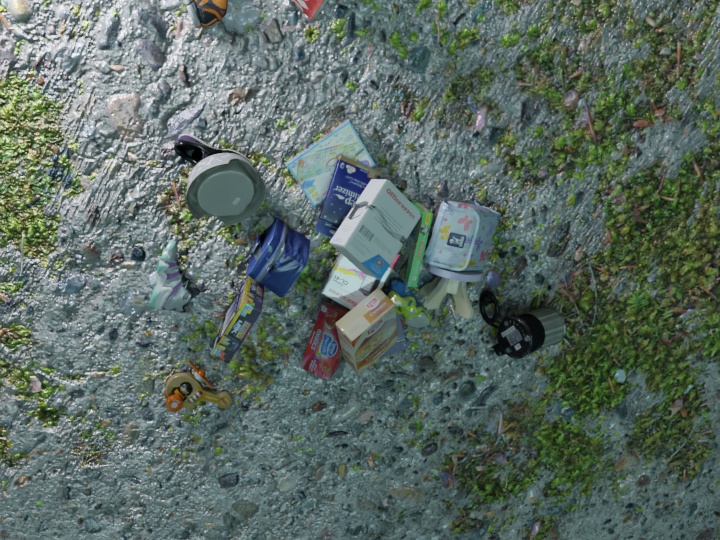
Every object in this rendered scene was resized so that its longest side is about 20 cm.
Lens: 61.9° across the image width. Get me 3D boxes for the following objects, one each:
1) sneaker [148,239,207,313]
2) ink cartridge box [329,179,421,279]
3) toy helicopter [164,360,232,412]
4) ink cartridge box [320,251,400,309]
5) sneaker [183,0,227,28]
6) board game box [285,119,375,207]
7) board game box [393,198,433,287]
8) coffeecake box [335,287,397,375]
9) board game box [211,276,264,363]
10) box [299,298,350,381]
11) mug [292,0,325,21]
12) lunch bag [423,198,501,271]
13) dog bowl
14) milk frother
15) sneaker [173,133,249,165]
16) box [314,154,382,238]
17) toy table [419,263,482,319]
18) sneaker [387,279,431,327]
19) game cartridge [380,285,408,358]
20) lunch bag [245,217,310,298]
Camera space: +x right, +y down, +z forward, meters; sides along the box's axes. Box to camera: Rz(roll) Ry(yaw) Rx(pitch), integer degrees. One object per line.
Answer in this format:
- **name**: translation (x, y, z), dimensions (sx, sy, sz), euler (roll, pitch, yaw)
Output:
- **sneaker**: translation (-0.471, 0.022, 1.591), dimensions (0.137, 0.078, 0.203), euler (15, 116, -15)
- **ink cartridge box**: translation (0.039, -0.105, 1.507), dimensions (0.145, 0.083, 0.202), euler (40, 78, -29)
- **toy helicopter**: translation (-0.457, 0.343, 1.718), dimensions (0.197, 0.079, 0.135), euler (22, 97, -27)
- **ink cartridge box**: translation (0.000, 0.000, 1.629), dimensions (0.146, 0.086, 0.203), euler (28, 100, -7)
- **sneaker**: translation (-0.364, -0.667, 1.358), dimensions (0.110, 0.078, 0.203), euler (-22, 122, -4)
- **board game box**: translation (-0.077, -0.277, 1.558), dimensions (0.198, 0.034, 0.136), euler (-33, 111, 4)
- **board game box**: translation (0.137, -0.075, 1.609), dimensions (0.028, 0.135, 0.204), euler (5, 110, -19)
- **coffeecake box**: translation (0.021, 0.166, 1.601), dimensions (0.153, 0.073, 0.202), euler (-38, 150, -18)
- **board game box**: translation (-0.317, 0.123, 1.578), dimensions (0.056, 0.201, 0.167), euler (31, 104, -16)
- **box**: translation (-0.085, 0.190, 1.678), dimensions (0.094, 0.100, 0.204), euler (23, 106, 10)
- **mug**: translation (-0.141, -0.701, 1.365), dimensions (0.199, 0.179, 0.133), euler (37, 138, -15)
- **lunch bag**: translation (0.263, -0.092, 1.593), dimensions (0.197, 0.126, 0.173), euler (1, 112, -43)
- **dog bowl**: translation (-0.337, -0.203, 1.489), dimensions (0.196, 0.059, 0.202), euler (-16, 143, -12)
- **milk frother**: translation (0.462, 0.141, 1.747), dimensions (0.185, 0.179, 0.205), euler (-8, 82, -42)
- **sneaker**: translation (-0.367, -0.271, 1.487), dimensions (0.196, 0.088, 0.077), euler (18, 107, -14)
- **box**: translation (-0.031, -0.177, 1.536), dimensions (0.119, 0.032, 0.204), euler (19, 90, -16)
- **toy table**: translation (0.246, 0.043, 1.657), dimensions (0.197, 0.183, 0.120), euler (4, 108, -35)
- **sneaker**: translation (0.142, 0.087, 1.704), dimensions (0.074, 0.107, 0.199), euler (-14, 149, 28)
- **game cartridge**: translation (0.055, 0.157, 1.738), dimensions (0.127, 0.038, 0.204), euler (-20, 112, -5)
- **lunch bag**: translation (-0.218, -0.037, 1.536), dimensions (0.131, 0.201, 0.137), euler (33, 108, -16)
